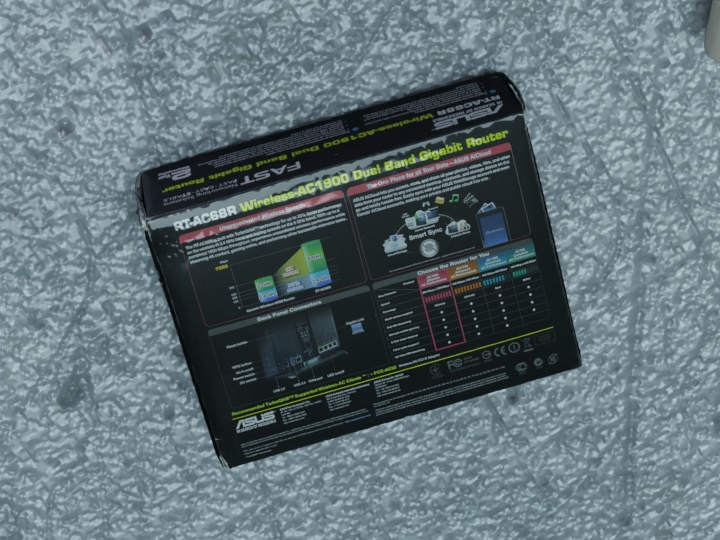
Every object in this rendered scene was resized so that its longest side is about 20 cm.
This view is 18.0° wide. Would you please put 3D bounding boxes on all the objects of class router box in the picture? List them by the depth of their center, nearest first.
[{"bbox_3d":[0.000,0.000,1.161,0.200,0.062,0.150,-16,117,-2],"label":"router box"}]

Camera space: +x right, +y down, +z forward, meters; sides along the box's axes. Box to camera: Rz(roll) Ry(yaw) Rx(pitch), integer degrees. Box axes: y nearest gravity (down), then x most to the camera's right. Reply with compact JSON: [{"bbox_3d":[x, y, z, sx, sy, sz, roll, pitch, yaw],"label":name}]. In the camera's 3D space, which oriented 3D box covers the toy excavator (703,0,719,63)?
[{"bbox_3d":[0.300,-0.109,1.131,0.200,0.194,0.100,-9,120,-36],"label":"toy excavator"}]
